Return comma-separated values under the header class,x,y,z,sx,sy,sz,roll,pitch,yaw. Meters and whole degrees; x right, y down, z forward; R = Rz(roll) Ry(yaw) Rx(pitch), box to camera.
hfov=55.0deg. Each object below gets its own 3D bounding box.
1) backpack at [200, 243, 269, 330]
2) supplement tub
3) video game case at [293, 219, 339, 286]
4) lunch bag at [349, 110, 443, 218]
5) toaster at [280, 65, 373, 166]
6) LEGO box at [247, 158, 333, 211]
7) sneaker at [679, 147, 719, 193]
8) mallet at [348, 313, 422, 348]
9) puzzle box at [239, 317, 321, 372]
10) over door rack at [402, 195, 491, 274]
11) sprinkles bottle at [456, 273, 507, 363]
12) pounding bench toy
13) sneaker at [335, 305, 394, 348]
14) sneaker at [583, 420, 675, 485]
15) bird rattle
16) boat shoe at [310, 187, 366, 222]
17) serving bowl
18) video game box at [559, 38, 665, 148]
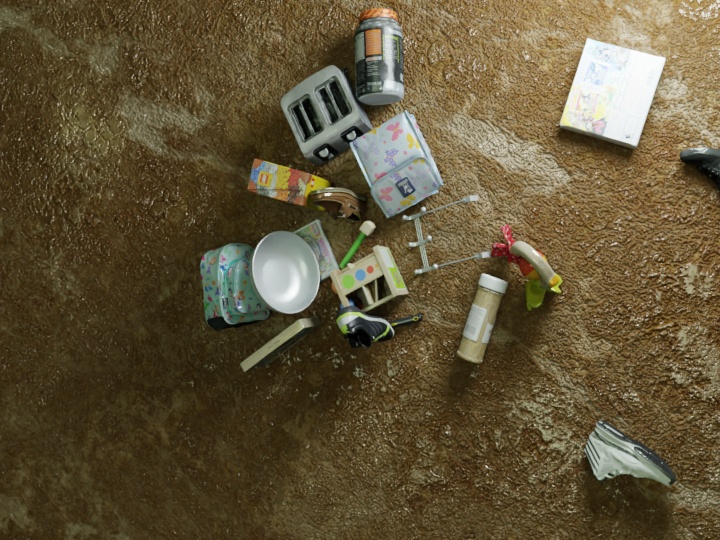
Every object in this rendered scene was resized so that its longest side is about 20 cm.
class,x,y,z,sx,sy,sz,roll,pitch,yaw
backpack,-0.313,0.034,1.747,0.148,0.176,0.206,-19,81,34
supplement tub,0.045,-0.517,1.680,0.119,0.122,0.207,-1,89,15
video game case,-0.165,-0.022,1.793,0.196,0.018,0.147,-26,84,14
lunch bag,0.092,-0.253,1.668,0.166,0.127,0.205,-25,90,16
toaster,-0.084,-0.391,1.719,0.177,0.118,0.205,-27,83,13
LEGO box,-0.167,-0.206,1.700,0.145,0.200,0.080,17,95,14
sneaker,0.794,-0.203,1.501,0.193,0.060,0.108,8,87,12
mallet,0.060,0.151,1.723,0.194,0.041,0.068,-8,89,11
puzzle box,-0.199,0.185,1.744,0.198,0.133,0.026,-37,80,13
over door rack,0.197,-0.084,1.647,0.195,0.066,0.153,-14,87,30
sprinkles bottle,0.287,0.114,1.640,0.067,0.068,0.206,19,95,14
pounding bench toy,0.000,0.000,1.692,0.153,0.124,0.205,-26,83,14
sneaker,0.011,0.152,1.624,0.071,0.198,0.085,-36,52,27
sneaker,0.597,0.443,1.560,0.198,0.075,0.118,33,107,21
bird rattle,0.387,-0.020,1.573,0.111,0.163,0.203,-33,91,-6
boat shoe,-0.046,-0.156,1.667,0.070,0.197,0.070,-4,86,38
serving bowl,-0.197,0.009,1.715,0.065,0.196,0.207,-15,85,50
video game box,0.569,-0.401,1.573,0.178,0.047,0.206,19,95,13
